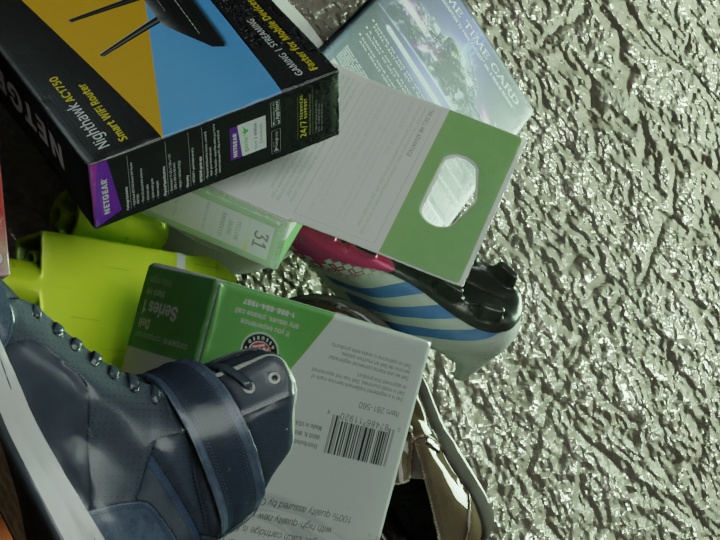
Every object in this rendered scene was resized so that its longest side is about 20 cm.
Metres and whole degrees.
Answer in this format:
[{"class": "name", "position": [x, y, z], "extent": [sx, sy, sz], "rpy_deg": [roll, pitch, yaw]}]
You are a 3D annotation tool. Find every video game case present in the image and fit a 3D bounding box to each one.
[{"class": "video game case", "position": [0.042, -0.119, 1.248], "extent": [0.143, 0.019, 0.200], "rpy_deg": [56, 36, -14]}]

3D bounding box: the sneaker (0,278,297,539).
[{"class": "sneaker", "position": [-0.116, 0.045, 0.861], "extent": [0.146, 0.077, 0.203], "rpy_deg": [-32, 104, -29]}]

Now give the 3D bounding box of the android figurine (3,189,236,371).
[{"class": "android figurine", "position": [-0.132, 0.048, 1.027], "extent": [0.200, 0.041, 0.183], "rpy_deg": [8, 75, -40]}]

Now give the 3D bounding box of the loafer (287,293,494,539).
[{"class": "loafer", "position": [0.010, 0.101, 1.100], "extent": [0.200, 0.073, 0.071], "rpy_deg": [53, 34, -13]}]

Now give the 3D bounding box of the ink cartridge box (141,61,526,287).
[{"class": "ink cartridge box", "position": [-0.021, -0.058, 1.060], "extent": [0.200, 0.048, 0.146], "rpy_deg": [24, 44, 3]}]

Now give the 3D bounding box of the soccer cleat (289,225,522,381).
[{"class": "soccer cleat", "position": [0.000, 0.000, 1.115], "extent": [0.200, 0.086, 0.070], "rpy_deg": [31, 44, 1]}]

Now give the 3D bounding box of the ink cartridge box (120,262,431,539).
[{"class": "ink cartridge box", "position": [-0.062, 0.113, 0.991], "extent": [0.146, 0.084, 0.201], "rpy_deg": [18, 86, -36]}]

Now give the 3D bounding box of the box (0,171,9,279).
[{"class": "box", "position": [-0.252, -0.076, 0.961], "extent": [0.094, 0.103, 0.201], "rpy_deg": [6, 66, -37]}]

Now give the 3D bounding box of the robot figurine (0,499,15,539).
[{"class": "robot figurine", "position": [-0.222, 0.146, 0.876], "extent": [0.144, 0.116, 0.200], "rpy_deg": [71, 35, -42]}]

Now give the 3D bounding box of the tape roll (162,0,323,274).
[{"class": "tape roll", "position": [-0.091, -0.095, 1.145], "extent": [0.202, 0.037, 0.203], "rpy_deg": [16, 62, -34]}]

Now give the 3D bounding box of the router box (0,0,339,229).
[{"class": "router box", "position": [-0.124, -0.121, 1.022], "extent": [0.149, 0.051, 0.200], "rpy_deg": [-23, 49, -22]}]
